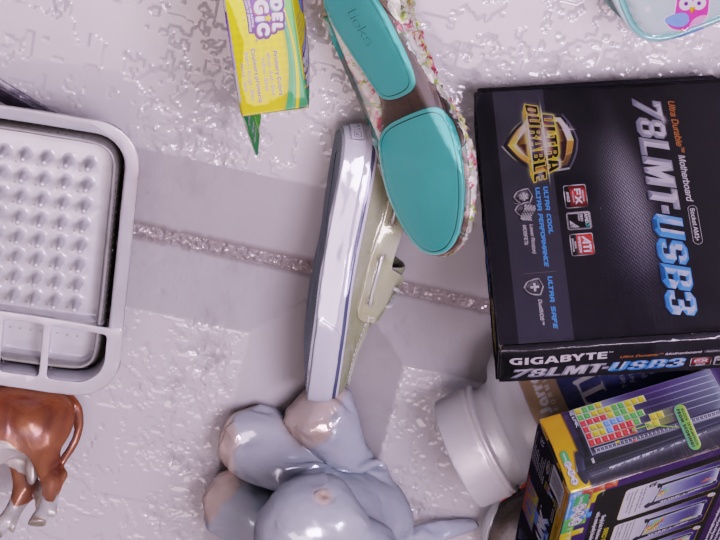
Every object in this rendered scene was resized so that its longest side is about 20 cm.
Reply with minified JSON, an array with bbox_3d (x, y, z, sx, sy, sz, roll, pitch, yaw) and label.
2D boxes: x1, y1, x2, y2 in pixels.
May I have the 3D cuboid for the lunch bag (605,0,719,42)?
[{"bbox_3d":[0.196,-0.253,0.969,0.159,0.077,0.202,-21,112,10],"label":"lunch bag"}]

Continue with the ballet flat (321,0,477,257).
[{"bbox_3d":[0.035,-0.111,1.018,0.075,0.064,0.202,-13,103,31],"label":"ballet flat"}]

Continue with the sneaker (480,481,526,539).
[{"bbox_3d":[0.188,0.191,1.156,0.197,0.082,0.078,-9,115,2],"label":"sneaker"}]

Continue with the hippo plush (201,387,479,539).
[{"bbox_3d":[-0.030,0.200,1.115,0.159,0.161,0.200,-37,109,14],"label":"hippo plush"}]

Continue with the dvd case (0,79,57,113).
[{"bbox_3d":[-0.284,-0.042,1.088,0.148,0.016,0.201,30,110,-12],"label":"dvd case"}]

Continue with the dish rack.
[{"bbox_3d":[-0.238,-0.021,1.066,0.169,0.044,0.202,8,113,-3],"label":"dish rack"}]

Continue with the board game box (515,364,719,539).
[{"bbox_3d":[0.192,0.141,1.039,0.163,0.057,0.201,-16,149,-10],"label":"board game box"}]

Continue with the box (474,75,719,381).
[{"bbox_3d":[0.176,-0.031,1.005,0.196,0.202,0.050,-4,149,3],"label":"box"}]

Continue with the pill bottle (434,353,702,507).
[{"bbox_3d":[0.156,0.086,1.095,0.198,0.111,0.112,-26,111,10],"label":"pill bottle"}]

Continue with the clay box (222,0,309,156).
[{"bbox_3d":[-0.062,-0.184,0.975,0.047,0.115,0.202,-8,114,2],"label":"clay box"}]

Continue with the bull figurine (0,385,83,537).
[{"bbox_3d":[-0.297,0.122,1.111,0.197,0.123,0.065,3,156,-9],"label":"bull figurine"}]

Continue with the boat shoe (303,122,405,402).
[{"bbox_3d":[0.000,0.000,1.080,0.061,0.072,0.203,7,111,-8],"label":"boat shoe"}]
